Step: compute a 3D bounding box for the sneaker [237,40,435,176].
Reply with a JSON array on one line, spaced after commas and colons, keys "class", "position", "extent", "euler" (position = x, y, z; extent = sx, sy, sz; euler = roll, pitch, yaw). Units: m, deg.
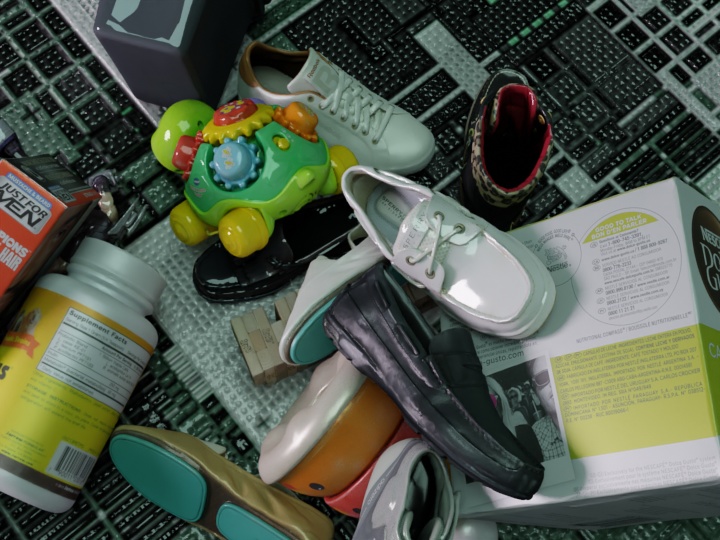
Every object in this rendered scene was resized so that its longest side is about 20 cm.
[{"class": "sneaker", "position": [-0.024, -0.148, 0.904], "extent": [0.198, 0.085, 0.073], "euler": [21, 68, 4]}]

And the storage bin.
[{"class": "storage bin", "position": [-0.170, -0.232, 0.877], "extent": [0.144, 0.200, 0.136], "euler": [15, 79, 3]}]

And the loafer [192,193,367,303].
[{"class": "loafer", "position": [-0.055, -0.033, 0.870], "extent": [0.198, 0.063, 0.073], "euler": [-20, 71, -9]}]

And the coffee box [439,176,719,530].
[{"class": "coffee box", "position": [0.196, 0.075, 0.728], "extent": [0.199, 0.199, 0.200], "euler": [-19, 64, 37]}]

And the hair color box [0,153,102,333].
[{"class": "hair color box", "position": [-0.296, 0.007, 0.780], "extent": [0.064, 0.111, 0.201], "euler": [36, 97, -6]}]

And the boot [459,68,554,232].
[{"class": "boot", "position": [0.126, -0.114, 0.860], "extent": [0.072, 0.151, 0.202], "euler": [15, 70, 3]}]

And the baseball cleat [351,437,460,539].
[{"class": "baseball cleat", "position": [0.017, 0.212, 0.670], "extent": [0.069, 0.106, 0.203], "euler": [12, 80, -8]}]

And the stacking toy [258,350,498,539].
[{"class": "stacking toy", "position": [0.032, 0.159, 0.783], "extent": [0.200, 0.146, 0.147], "euler": [40, 72, -4]}]

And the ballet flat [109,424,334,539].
[{"class": "ballet flat", "position": [-0.109, 0.178, 0.796], "extent": [0.199, 0.069, 0.063], "euler": [32, 32, 11]}]

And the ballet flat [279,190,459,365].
[{"class": "ballet flat", "position": [0.000, 0.000, 0.810], "extent": [0.199, 0.070, 0.070], "euler": [-39, 75, -19]}]

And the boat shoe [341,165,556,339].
[{"class": "boat shoe", "position": [0.051, -0.018, 0.706], "extent": [0.200, 0.069, 0.071], "euler": [36, 96, 43]}]

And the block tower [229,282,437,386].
[{"class": "block tower", "position": [-0.010, 0.032, 0.853], "extent": [0.198, 0.054, 0.058], "euler": [-23, 73, -11]}]

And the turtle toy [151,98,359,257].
[{"class": "turtle toy", "position": [-0.106, -0.095, 0.852], "extent": [0.199, 0.102, 0.145], "euler": [13, 40, 46]}]

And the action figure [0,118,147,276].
[{"class": "action figure", "position": [-0.275, -0.058, 0.870], "extent": [0.200, 0.069, 0.130], "euler": [42, 66, -3]}]

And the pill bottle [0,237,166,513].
[{"class": "pill bottle", "position": [-0.234, 0.080, 0.791], "extent": [0.108, 0.109, 0.202], "euler": [23, 74, 6]}]

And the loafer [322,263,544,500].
[{"class": "loafer", "position": [0.053, 0.070, 0.670], "extent": [0.071, 0.068, 0.200], "euler": [-51, 57, 7]}]
